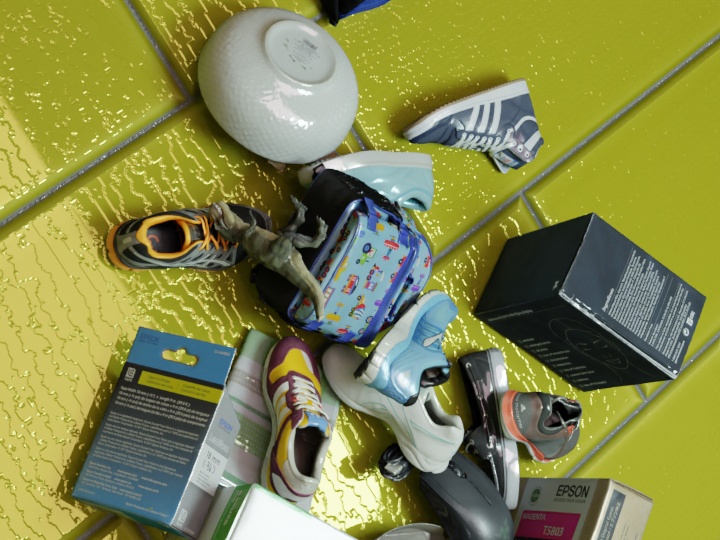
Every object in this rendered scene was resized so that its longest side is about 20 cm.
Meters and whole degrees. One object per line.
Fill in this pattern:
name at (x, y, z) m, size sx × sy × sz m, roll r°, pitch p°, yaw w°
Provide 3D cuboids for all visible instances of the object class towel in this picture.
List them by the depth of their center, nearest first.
towel at (-0.098, 0.182, 1.695) m, size 0.148 × 0.031 × 0.202 m, roll 31°, pitch 57°, yaw -21°

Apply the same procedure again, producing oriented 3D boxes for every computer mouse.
computer mouse at (0.121, 0.270, 1.759) m, size 0.201 × 0.053 × 0.138 m, roll 53°, pitch 41°, yaw 4°

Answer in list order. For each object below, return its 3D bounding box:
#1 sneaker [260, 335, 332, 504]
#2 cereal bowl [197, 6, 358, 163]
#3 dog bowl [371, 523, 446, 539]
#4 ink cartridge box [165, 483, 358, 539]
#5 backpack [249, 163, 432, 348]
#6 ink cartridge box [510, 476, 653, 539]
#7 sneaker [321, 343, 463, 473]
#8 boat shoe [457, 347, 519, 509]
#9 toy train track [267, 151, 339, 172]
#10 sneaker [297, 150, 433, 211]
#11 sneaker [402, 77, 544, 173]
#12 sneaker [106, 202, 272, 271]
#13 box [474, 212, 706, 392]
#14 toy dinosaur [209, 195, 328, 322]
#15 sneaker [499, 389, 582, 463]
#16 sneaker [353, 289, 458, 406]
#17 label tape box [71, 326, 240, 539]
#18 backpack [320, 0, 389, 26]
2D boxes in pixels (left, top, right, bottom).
sneaker at (-0.064, 0.162, 1.655) m, size 0.074 × 0.090 × 0.202 m, roll 12°, pitch 63°, yaw -28°
cereal bowl at (-0.086, -0.230, 1.713) m, size 0.198 × 0.083 × 0.202 m, roll 15°, pitch 54°, yaw -21°
dog bowl at (0.059, 0.403, 1.751) m, size 0.198 × 0.059 × 0.203 m, roll 4°, pitch 80°, yaw -27°
ink cartridge box at (-0.114, 0.303, 1.600) m, size 0.145 × 0.200 × 0.085 m, roll 32°, pitch 67°, yaw -19°
backpack at (0.000, 0.000, 1.705) m, size 0.199 × 0.134 × 0.184 m, roll 27°, pitch 99°, yaw -45°
ink cartridge box at (0.246, 0.338, 1.773) m, size 0.075 × 0.200 × 0.166 m, roll 28°, pitch 71°, yaw -21°
sneaker at (0.043, 0.147, 1.732) m, size 0.200 × 0.080 × 0.070 m, roll 40°, pitch 39°, yaw 7°
boat shoe at (0.155, 0.199, 1.826) m, size 0.065 × 0.070 × 0.203 m, roll -6°, pitch 90°, yaw -7°
toy train track at (-0.058, -0.143, 1.785) m, size 0.199 × 0.032 × 0.115 m, roll 38°, pitch 61°, yaw -23°
sneaker at (0.015, -0.098, 1.763) m, size 0.198 × 0.074 × 0.083 m, roll -5°, pitch 82°, yaw -35°
sneaker at (0.152, -0.169, 1.869) m, size 0.199 × 0.070 × 0.110 m, roll -22°, pitch 91°, yaw -30°
sneaker at (-0.187, -0.037, 1.678) m, size 0.198 × 0.077 × 0.079 m, roll -12°, pitch 86°, yaw -29°
box at (0.285, 0.045, 1.834) m, size 0.196 × 0.200 × 0.125 m, roll 33°, pitch 68°, yaw -19°
toy dinosaur at (-0.080, -0.031, 1.617) m, size 0.088 × 0.200 × 0.047 m, roll -50°, pitch 150°, yaw -2°
sneaker at (0.244, 0.193, 1.819) m, size 0.199 × 0.081 × 0.078 m, roll 23°, pitch 60°, yaw -58°
sneaker at (0.068, 0.098, 1.709) m, size 0.090 × 0.079 × 0.200 m, roll 41°, pitch 39°, yaw 3°
label tape box at (-0.210, 0.176, 1.595) m, size 0.063 × 0.143 × 0.202 m, roll 45°, pitch 61°, yaw -54°
backpack at (0.030, -0.418, 1.769) m, size 0.167 × 0.200 × 0.164 m, roll -29°, pitch 95°, yaw -26°
